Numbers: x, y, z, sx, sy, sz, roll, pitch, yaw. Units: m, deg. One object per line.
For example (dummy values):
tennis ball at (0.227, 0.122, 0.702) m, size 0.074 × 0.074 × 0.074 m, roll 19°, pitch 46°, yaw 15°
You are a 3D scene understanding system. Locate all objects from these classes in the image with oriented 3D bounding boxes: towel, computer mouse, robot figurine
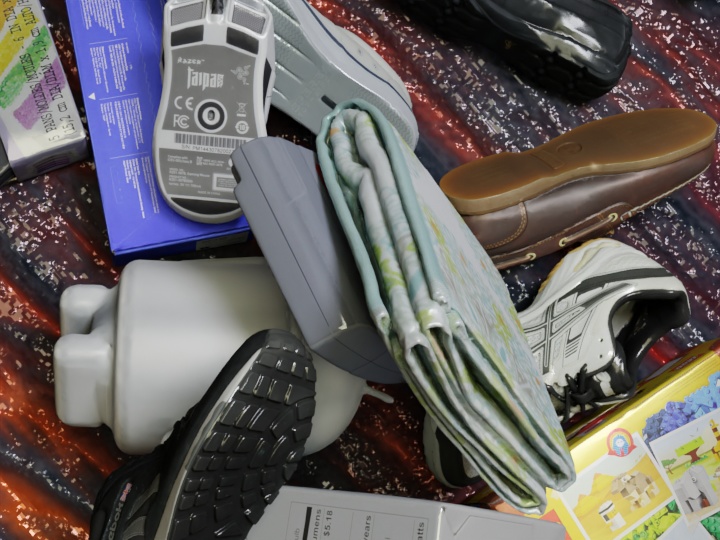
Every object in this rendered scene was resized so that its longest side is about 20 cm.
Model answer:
towel at (0.045, 0.017, 0.695) m, size 0.048 × 0.201 × 0.172 m, roll -29°, pitch 128°, yaw 12°
computer mouse at (-0.087, -0.130, 0.754) m, size 0.108 × 0.044 × 0.203 m, roll 6°, pitch 107°, yaw -2°
robot figurine at (-0.081, 0.053, 0.754) m, size 0.196 × 0.114 × 0.171 m, roll 3°, pitch 46°, yaw -8°

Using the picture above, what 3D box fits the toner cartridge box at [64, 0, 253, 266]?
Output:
toner cartridge box at (-0.132, -0.112, 0.813) m, size 0.093 × 0.043 × 0.203 m, roll -10°, pitch 81°, yaw -13°

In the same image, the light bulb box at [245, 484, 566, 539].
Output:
light bulb box at (-0.012, 0.220, 0.678) m, size 0.124 × 0.198 × 0.202 m, roll 21°, pitch 73°, yaw -48°

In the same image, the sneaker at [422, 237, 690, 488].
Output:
sneaker at (0.123, 0.062, 0.789) m, size 0.200 × 0.087 × 0.076 m, roll -46°, pitch 128°, yaw -11°

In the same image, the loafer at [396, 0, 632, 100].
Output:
loafer at (0.095, -0.188, 0.856) m, size 0.198 × 0.068 × 0.071 m, roll 27°, pitch 68°, yaw -9°

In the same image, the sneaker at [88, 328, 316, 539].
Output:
sneaker at (-0.099, 0.111, 0.650) m, size 0.087 × 0.075 × 0.202 m, roll 30°, pitch 95°, yaw 38°

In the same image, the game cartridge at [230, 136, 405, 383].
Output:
game cartridge at (0.000, 0.000, 0.734) m, size 0.040 × 0.200 × 0.135 m, roll -27°, pitch 77°, yaw 16°

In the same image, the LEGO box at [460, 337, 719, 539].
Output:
LEGO box at (0.188, 0.157, 0.798) m, size 0.198 × 0.077 × 0.150 m, roll -31°, pitch 86°, yaw -14°

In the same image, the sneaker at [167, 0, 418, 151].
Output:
sneaker at (-0.045, -0.140, 0.808) m, size 0.073 × 0.071 × 0.200 m, roll -42°, pitch 109°, yaw 19°

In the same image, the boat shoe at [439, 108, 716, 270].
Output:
boat shoe at (0.145, -0.052, 0.842) m, size 0.197 × 0.071 × 0.071 m, roll -16°, pitch 121°, yaw -9°

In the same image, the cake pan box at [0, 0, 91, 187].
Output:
cake pan box at (-0.283, -0.130, 0.788) m, size 0.182 × 0.052 × 0.203 m, roll -19°, pitch 83°, yaw -10°
